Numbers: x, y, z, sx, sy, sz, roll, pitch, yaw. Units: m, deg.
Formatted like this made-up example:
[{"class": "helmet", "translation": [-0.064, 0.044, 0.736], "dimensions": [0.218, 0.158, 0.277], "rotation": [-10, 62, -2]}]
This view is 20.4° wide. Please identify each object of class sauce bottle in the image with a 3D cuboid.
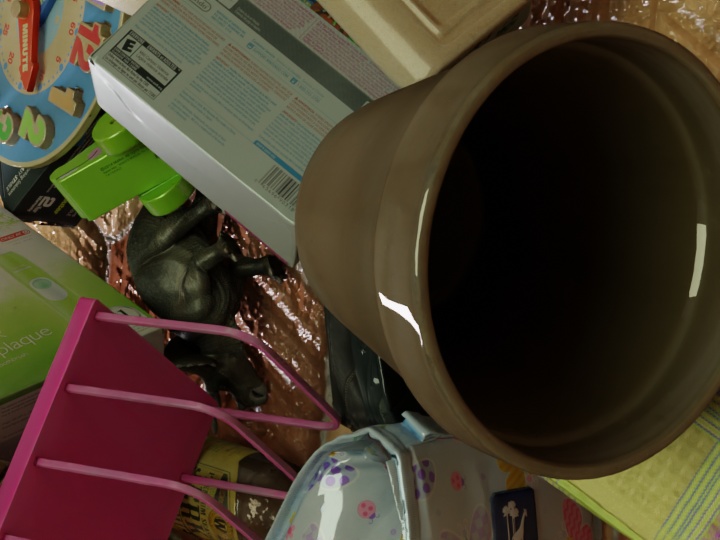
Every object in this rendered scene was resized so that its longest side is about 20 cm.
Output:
[{"class": "sauce bottle", "translation": [-0.073, 0.141, 1.247], "dimensions": [0.199, 0.064, 0.065], "rotation": [10, 97, 40]}]

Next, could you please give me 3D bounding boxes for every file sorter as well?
[{"class": "file sorter", "translation": [-0.112, 0.140, 1.137], "dimensions": [0.124, 0.139, 0.201], "rotation": [5, 64, 34]}]

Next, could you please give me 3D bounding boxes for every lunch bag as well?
[{"class": "lunch bag", "translation": [0.036, 0.167, 1.074], "dimensions": [0.127, 0.169, 0.201], "rotation": [37, 113, 35]}]

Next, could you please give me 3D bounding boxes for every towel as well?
[{"class": "towel", "translation": [0.178, 0.054, 0.969], "dimensions": [0.143, 0.023, 0.201], "rotation": [36, 104, 25]}]

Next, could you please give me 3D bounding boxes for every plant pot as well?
[{"class": "plant pot", "translation": [0.060, -0.019, 0.943], "dimensions": [0.173, 0.198, 0.202], "rotation": [14, 99, 56]}]

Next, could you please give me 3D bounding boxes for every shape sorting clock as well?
[{"class": "shape sorting clock", "translation": [-0.207, -0.167, 1.293], "dimensions": [0.199, 0.039, 0.202], "rotation": [-7, 80, 45]}]

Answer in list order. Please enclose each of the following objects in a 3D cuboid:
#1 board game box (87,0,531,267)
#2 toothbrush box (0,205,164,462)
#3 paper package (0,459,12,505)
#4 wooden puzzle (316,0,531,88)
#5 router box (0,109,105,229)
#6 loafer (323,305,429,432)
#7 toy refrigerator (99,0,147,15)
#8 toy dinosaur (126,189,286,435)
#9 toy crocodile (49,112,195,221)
[{"class": "board game box", "translation": [-0.023, -0.124, 1.062], "dimensions": [0.147, 0.064, 0.200], "rotation": [40, 73, 12]}, {"class": "toothbrush box", "translation": [-0.239, 0.049, 1.265], "dimensions": [0.199, 0.145, 0.087], "rotation": [32, 131, 38]}, {"class": "paper package", "translation": [-0.300, 0.189, 1.159], "dimensions": [0.199, 0.103, 0.193], "rotation": [7, 93, 43]}, {"class": "wooden puzzle", "translation": [0.042, -0.214, 1.050], "dimensions": [0.200, 0.037, 0.185], "rotation": [-40, 76, -9]}, {"class": "router box", "translation": [-0.187, -0.149, 1.344], "dimensions": [0.200, 0.062, 0.151], "rotation": [-47, 55, 32]}, {"class": "loafer", "translation": [0.000, 0.000, 1.177], "dimensions": [0.072, 0.072, 0.202], "rotation": [-9, 82, 47]}, {"class": "toy refrigerator", "translation": [-0.128, -0.200, 1.184], "dimensions": [0.199, 0.070, 0.076], "rotation": [26, 66, 13]}, {"class": "toy dinosaur", "translation": [-0.113, -0.007, 1.277], "dimensions": [0.102, 0.077, 0.201], "rotation": [-38, 69, 21]}, {"class": "toy crocodile", "translation": [-0.105, -0.095, 1.240], "dimensions": [0.199, 0.068, 0.062], "rotation": [-32, 30, 18]}]
